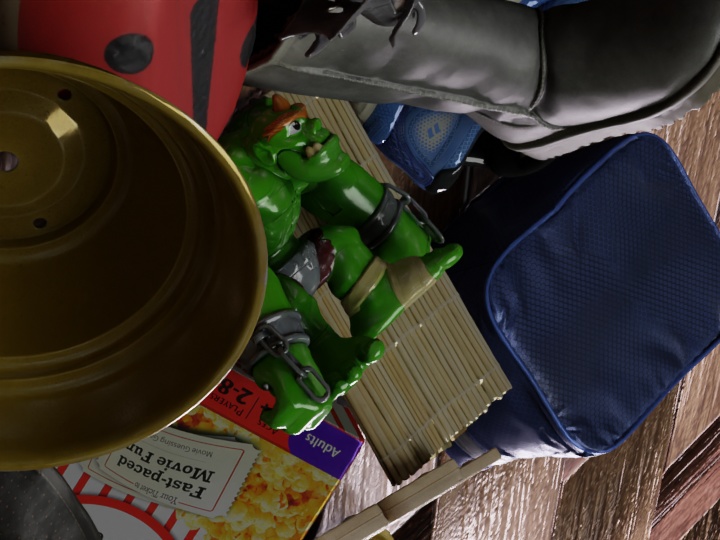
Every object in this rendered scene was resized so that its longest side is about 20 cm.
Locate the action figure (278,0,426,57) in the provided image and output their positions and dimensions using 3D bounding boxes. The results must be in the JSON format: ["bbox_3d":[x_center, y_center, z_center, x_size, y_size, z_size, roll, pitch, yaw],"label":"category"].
[{"bbox_3d":[-0.013,-0.174,1.048,0.130,0.069,0.200,-71,145,-48],"label":"action figure"}]

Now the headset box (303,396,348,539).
[{"bbox_3d":[-0.071,0.075,1.301,0.200,0.075,0.149,-17,131,-55],"label":"headset box"}]

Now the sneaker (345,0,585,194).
[{"bbox_3d":[0.078,-0.093,1.358,0.200,0.089,0.079,-33,172,-38],"label":"sneaker"}]

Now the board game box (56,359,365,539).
[{"bbox_3d":[-0.115,0.117,1.170,0.200,0.151,0.046,-58,-161,9],"label":"board game box"}]

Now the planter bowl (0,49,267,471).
[{"bbox_3d":[-0.138,-0.022,1.016,0.084,0.200,0.201,-99,-166,-51],"label":"planter bowl"}]

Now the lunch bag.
[{"bbox_3d":[0.111,0.014,1.485,0.200,0.132,0.136,-40,106,-34],"label":"lunch bag"}]

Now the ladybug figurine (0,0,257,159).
[{"bbox_3d":[-0.091,-0.107,1.073,0.136,0.072,0.200,-41,149,-34],"label":"ladybug figurine"}]

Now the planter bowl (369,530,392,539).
[{"bbox_3d":[-0.009,0.261,1.586,0.200,0.083,0.201,-42,149,-32],"label":"planter bowl"}]

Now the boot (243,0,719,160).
[{"bbox_3d":[0.051,-0.111,1.173,0.200,0.073,0.182,20,146,-35],"label":"boot"}]

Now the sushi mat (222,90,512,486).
[{"bbox_3d":[0.000,0.000,1.273,0.096,0.012,0.200,-40,105,-40],"label":"sushi mat"}]

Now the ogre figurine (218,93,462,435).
[{"bbox_3d":[-0.032,-0.010,1.171,0.098,0.120,0.200,-36,-171,47],"label":"ogre figurine"}]

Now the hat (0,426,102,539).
[{"bbox_3d":[-0.203,0.145,1.096,0.201,0.200,0.081,-61,-166,2],"label":"hat"}]

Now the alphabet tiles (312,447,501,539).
[{"bbox_3d":[-0.025,0.145,1.322,0.195,0.015,0.200,-28,173,-30],"label":"alphabet tiles"}]
